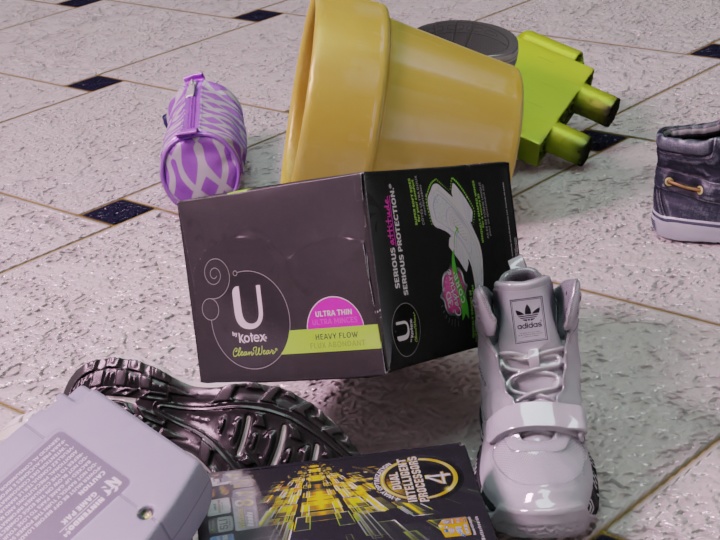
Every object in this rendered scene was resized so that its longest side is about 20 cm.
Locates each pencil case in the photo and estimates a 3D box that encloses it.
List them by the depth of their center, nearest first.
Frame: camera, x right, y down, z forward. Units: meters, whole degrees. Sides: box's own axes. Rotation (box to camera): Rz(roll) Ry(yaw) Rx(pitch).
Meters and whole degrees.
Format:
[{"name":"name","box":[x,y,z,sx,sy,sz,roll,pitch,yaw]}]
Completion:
[{"name":"pencil case","box":[-0.151,-0.125,1.532,0.083,0.086,0.200,-8,23,-3]}]

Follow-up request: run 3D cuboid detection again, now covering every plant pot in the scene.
[{"name":"plant pot","box":[0.036,-0.129,1.380,0.187,0.202,0.201,7,22,-7]}]

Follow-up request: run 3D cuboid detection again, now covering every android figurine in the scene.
[{"name":"android figurine","box":[0.143,-0.169,1.537,0.199,0.041,0.182,23,54,18]}]

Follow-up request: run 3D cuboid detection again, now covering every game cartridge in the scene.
[{"name":"game cartridge","box":[-0.179,0.156,0.838,0.133,0.041,0.200,25,58,41]}]

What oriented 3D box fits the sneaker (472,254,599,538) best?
[{"name":"sneaker","box":[0.101,0.072,0.963,0.075,0.116,0.200,-4,23,4]}]

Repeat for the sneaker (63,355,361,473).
[{"name":"sneaker","box":[-0.084,0.104,0.988,0.199,0.074,0.079,17,-12,19]}]

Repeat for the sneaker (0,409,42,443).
[{"name":"sneaker","box":[-0.176,0.142,0.926,0.081,0.076,0.200,-30,31,-27]}]

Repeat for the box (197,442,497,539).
[{"name":"box","box":[-0.004,0.168,0.840,0.160,0.049,0.200,-8,26,-3]}]

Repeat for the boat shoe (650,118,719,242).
[{"name":"boat shoe","box":[0.333,-0.070,1.282,0.199,0.091,0.071,3,24,18]}]

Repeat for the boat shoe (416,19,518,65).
[{"name":"boat shoe","box":[0.054,-0.183,1.491,0.201,0.065,0.075,-9,38,17]}]

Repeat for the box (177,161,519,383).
[{"name":"box","box":[0.000,0.000,1.051,0.148,0.125,0.200,-7,1,31]}]
